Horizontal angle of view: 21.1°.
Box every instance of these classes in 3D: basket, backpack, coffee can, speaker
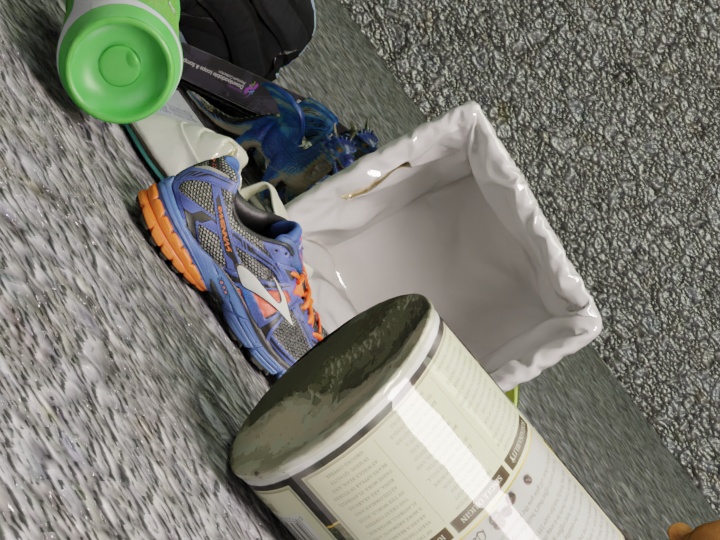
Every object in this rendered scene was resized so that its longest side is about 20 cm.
[{"bbox_3d":[0.058,0.009,1.461,0.200,0.198,0.161,61,8,6],"label":"basket"},{"bbox_3d":[-0.121,-0.259,1.816,0.154,0.163,0.200,40,-9,46],"label":"backpack"},{"bbox_3d":[0.044,0.134,1.096,0.200,0.146,0.146,50,9,-16],"label":"coffee can"},{"bbox_3d":[-0.168,-0.167,1.359,0.088,0.088,0.200,49,9,-20],"label":"speaker"}]

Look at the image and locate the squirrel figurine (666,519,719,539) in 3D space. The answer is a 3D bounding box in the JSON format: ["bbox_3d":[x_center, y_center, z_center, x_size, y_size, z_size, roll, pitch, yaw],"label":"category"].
[{"bbox_3d":[0.282,0.294,1.524,0.142,0.200,0.187,-131,-162,-66],"label":"squirrel figurine"}]

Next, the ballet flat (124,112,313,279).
[{"bbox_3d":[-0.096,-0.053,1.390,0.200,0.069,0.069,56,9,23],"label":"ballet flat"}]

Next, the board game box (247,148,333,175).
[{"bbox_3d":[-0.005,-0.062,1.728,0.200,0.032,0.120,21,-13,44],"label":"board game box"}]

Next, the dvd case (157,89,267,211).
[{"bbox_3d":[-0.113,-0.069,1.518,0.200,0.018,0.143,53,9,7],"label":"dvd case"}]

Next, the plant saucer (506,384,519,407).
[{"bbox_3d":[0.096,0.078,1.643,0.200,0.031,0.201,-8,90,-68],"label":"plant saucer"}]

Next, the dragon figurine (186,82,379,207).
[{"bbox_3d":[-0.057,-0.112,1.534,0.059,0.100,0.200,14,26,-44],"label":"dragon figurine"}]

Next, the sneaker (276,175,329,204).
[{"bbox_3d":[0.000,0.000,1.611,0.200,0.075,0.078,48,13,-17],"label":"sneaker"}]

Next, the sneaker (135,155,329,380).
[{"bbox_3d":[-0.061,0.007,1.287,0.200,0.078,0.075,49,10,-20],"label":"sneaker"}]

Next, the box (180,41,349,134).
[{"bbox_3d":[-0.075,-0.142,1.754,0.143,0.036,0.200,26,0,22],"label":"box"}]
